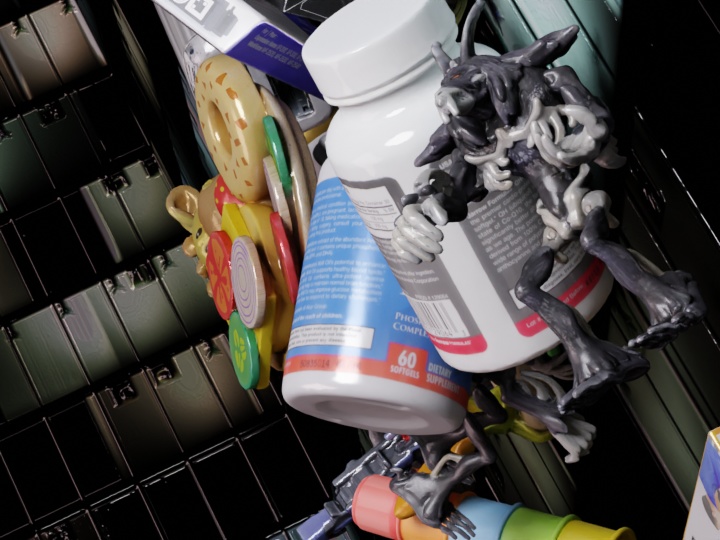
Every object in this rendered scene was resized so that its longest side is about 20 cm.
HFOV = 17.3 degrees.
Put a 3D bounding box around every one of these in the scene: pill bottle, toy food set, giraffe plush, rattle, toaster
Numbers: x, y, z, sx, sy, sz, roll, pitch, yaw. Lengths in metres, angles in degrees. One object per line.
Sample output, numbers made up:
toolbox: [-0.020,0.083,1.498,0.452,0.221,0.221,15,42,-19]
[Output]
pill bottle: [0.049,-0.053,1.290,0.200,0.110,0.111,60,174,-23]
toy food set: [-0.068,-0.029,1.570,0.198,0.048,0.201,-117,26,-46]
giraffe plush: [-0.071,-0.055,1.948,0.173,0.162,0.200,55,167,48]
pill bottle: [0.022,-0.010,1.414,0.112,0.112,0.201,101,178,-77]
rattle: [0.047,0.041,1.597,0.200,0.142,0.130,62,-168,-21]
toaster: [-0.089,-0.184,1.805,0.200,0.113,0.129,70,178,-55]

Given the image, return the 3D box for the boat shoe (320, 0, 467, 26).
boat shoe: [0.029,-0.160,1.363,0.059,0.072,0.200,26,162,-11]

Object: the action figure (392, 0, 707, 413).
action figure: [0.082,-0.040,1.148,0.200,0.119,0.102,58,-153,14]

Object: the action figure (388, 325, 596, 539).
action figure: [0.096,0.068,1.472,0.119,0.102,0.200,-80,17,-55]

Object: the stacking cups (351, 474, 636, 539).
stacking cups: [0.090,0.178,1.619,0.199,0.061,0.061,14,140,32]

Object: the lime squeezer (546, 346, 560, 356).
lime squeezer: [0.078,-0.032,1.512,0.201,0.038,0.071,65,172,-2]

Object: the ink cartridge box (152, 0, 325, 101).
ink cartridge box: [-0.074,-0.165,1.573,0.200,0.043,0.198,37,-172,19]

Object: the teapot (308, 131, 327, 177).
teapot: [-0.010,-0.008,1.765,0.201,0.146,0.197,67,172,-22]

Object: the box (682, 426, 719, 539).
box: [0.213,0.159,1.210,0.119,0.041,0.200,61,169,24]

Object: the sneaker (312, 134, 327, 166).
sneaker: [0.000,0.000,1.567,0.075,0.087,0.201,135,140,-66]

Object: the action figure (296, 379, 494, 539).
action figure: [0.023,0.117,1.736,0.105,0.200,0.194,52,174,26]

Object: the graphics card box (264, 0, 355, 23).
graphics card box: [-0.031,-0.218,1.393,0.200,0.051,0.126,-138,63,-71]
